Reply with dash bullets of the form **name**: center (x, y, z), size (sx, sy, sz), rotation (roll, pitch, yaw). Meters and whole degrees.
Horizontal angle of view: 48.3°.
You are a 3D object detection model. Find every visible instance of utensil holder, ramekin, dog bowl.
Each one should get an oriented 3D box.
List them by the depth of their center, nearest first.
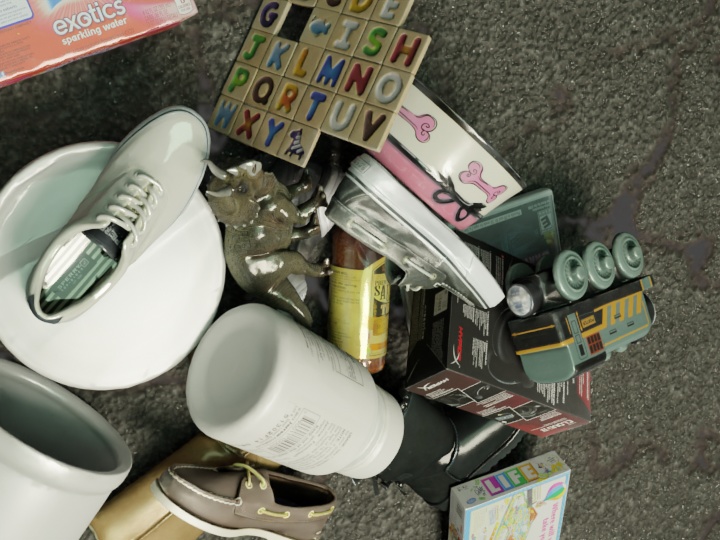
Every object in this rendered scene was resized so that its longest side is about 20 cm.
- **utensil holder**: center (-0.312, 0.200, 0.656), size (0.169, 0.170, 0.202), rotation (34, 88, -24)
- **ramekin**: center (-0.221, -0.010, 0.692), size (0.199, 0.094, 0.206), rotation (-5, 102, -22)
- **dog bowl**: center (0.056, -0.118, 0.739), size (0.199, 0.200, 0.074), rotation (39, 99, -24)

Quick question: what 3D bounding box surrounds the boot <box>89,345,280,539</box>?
- **boot**: center (-0.175, 0.182, 0.765), size (0.199, 0.066, 0.176), rotation (-37, 111, -11)

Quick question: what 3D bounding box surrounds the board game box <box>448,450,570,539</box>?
- **board game box**: center (0.163, 0.309, 0.912), size (0.132, 0.034, 0.203), rotation (-13, 124, -19)

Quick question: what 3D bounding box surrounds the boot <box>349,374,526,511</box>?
- **boot**: center (0.083, 0.158, 0.847), size (0.162, 0.073, 0.199), rotation (36, 96, -35)

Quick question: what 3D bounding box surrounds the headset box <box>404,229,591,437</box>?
- **headset box**: center (0.150, 0.070, 0.812), size (0.198, 0.077, 0.151), rotation (22, 59, -25)

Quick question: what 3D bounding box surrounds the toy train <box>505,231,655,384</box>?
- **toy train**: center (0.217, 0.034, 0.776), size (0.198, 0.085, 0.116), rotation (-14, 88, -41)

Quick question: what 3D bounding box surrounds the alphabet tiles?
- **alphabet tiles**: center (-0.037, -0.175, 0.692), size (0.008, 0.198, 0.169), rotation (25, 91, -54)

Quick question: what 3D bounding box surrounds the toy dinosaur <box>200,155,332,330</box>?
- **toy dinosaur**: center (-0.080, -0.029, 0.689), size (0.101, 0.077, 0.202), rotation (-15, 132, -16)

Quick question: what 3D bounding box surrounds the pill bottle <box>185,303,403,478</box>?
- **pill bottle**: center (-0.049, 0.118, 0.717), size (0.199, 0.114, 0.115), rotation (36, 85, -46)

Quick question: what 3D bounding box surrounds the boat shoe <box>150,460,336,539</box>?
- **boat shoe**: center (-0.101, 0.208, 0.740), size (0.199, 0.072, 0.060), rotation (32, 95, -40)

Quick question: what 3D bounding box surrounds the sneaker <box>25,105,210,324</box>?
- **sneaker**: center (-0.179, -0.038, 0.613), size (0.073, 0.071, 0.201), rotation (36, 85, -23)

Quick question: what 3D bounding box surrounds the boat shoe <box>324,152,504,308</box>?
- **boat shoe**: center (0.046, -0.019, 0.703), size (0.199, 0.072, 0.071), rotation (39, 98, -28)

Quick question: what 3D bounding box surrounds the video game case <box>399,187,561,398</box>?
- **video game case**: center (0.140, 0.024, 0.887), size (0.197, 0.023, 0.185), rotation (-19, 107, -18)

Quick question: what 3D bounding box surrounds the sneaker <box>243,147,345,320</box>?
- **sneaker**: center (-0.099, -0.026, 0.753), size (0.113, 0.075, 0.203), rotation (27, 84, -24)

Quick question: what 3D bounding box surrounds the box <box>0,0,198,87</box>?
- **box**: center (-0.243, -0.218, 0.641), size (0.198, 0.095, 0.101), rotation (-26, 109, -16)

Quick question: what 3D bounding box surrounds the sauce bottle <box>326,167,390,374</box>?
- **sauce bottle**: center (0.000, 0.000, 0.801), size (0.065, 0.066, 0.204), rotation (-2, 103, -22)
